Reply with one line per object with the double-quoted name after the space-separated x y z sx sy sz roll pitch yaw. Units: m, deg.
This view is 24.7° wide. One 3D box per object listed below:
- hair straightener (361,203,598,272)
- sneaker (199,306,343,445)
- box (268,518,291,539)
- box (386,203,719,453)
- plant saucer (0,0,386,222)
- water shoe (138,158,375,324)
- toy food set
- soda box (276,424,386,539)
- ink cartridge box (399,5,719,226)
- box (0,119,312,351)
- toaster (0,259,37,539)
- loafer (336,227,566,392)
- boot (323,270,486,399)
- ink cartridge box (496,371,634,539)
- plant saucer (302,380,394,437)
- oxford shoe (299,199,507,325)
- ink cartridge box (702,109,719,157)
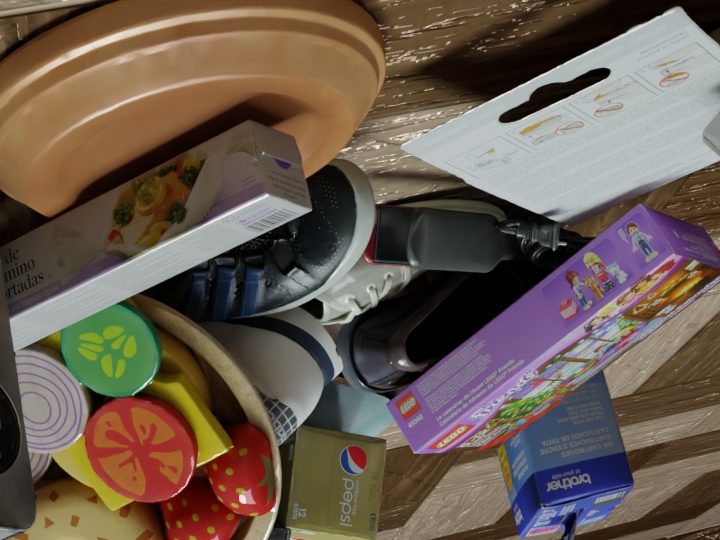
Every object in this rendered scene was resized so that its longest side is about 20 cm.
0.093 -0.009 0.966 0.199 0.041 0.077 11 177 -44 "hair straightener"
-0.107 0.058 0.944 0.199 0.081 0.077 1 138 40 "sneaker"
-0.166 0.157 1.066 0.198 0.050 0.198 3 -174 -19 "box"
0.125 0.041 1.012 0.200 0.039 0.137 -40 159 19 "box"
-0.081 -0.067 0.760 0.198 0.038 0.200 -13 163 -4 "plant saucer"
-0.086 -0.004 0.873 0.199 0.072 0.079 -22 170 22 "water shoe"
-0.139 0.098 0.868 0.199 0.199 0.049 -29 -167 25 "toy food set"
-0.046 0.154 1.131 0.063 0.068 0.200 10 165 -16 "soda box"
0.129 -0.090 0.864 0.161 0.051 0.199 -25 155 27 "ink cartridge box"
-0.115 -0.011 0.774 0.199 0.039 0.041 -24 159 26 "box"
-0.260 0.056 0.753 0.199 0.182 0.118 -24 155 26 "toaster"
0.078 0.024 1.035 0.199 0.072 0.063 -26 -171 -33 "loafer"
-0.014 0.046 1.132 0.165 0.073 0.200 1 155 -22 "boot"
0.143 0.117 1.232 0.076 0.202 0.137 -13 162 -6 "ink cartridge box"
-0.070 0.106 1.175 0.199 0.039 0.201 7 165 2 "plant saucer"
0.000 0.000 0.997 0.198 0.058 0.075 -12 158 -20 "oxford shoe"
0.287 -0.083 0.860 0.145 0.084 0.199 -52 149 18 "ink cartridge box"
